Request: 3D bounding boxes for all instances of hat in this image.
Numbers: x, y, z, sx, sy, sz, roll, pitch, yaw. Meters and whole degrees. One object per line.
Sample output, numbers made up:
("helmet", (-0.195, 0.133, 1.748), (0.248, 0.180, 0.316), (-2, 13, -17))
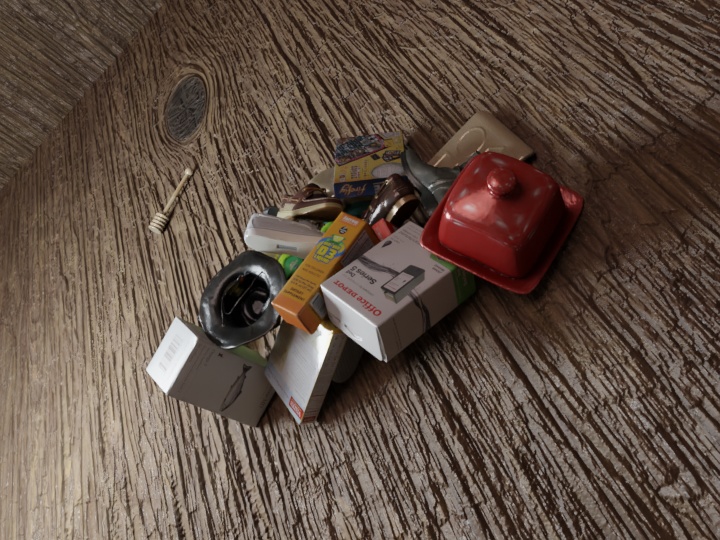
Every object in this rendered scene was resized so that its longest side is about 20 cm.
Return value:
("hat", (-0.190, 0.065, 1.470), (0.200, 0.081, 0.201), (-18, 53, 25))

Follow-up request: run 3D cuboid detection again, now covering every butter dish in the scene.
("butter dish", (0.209, -0.099, 1.232), (0.200, 0.148, 0.200), (27, 72, 20))

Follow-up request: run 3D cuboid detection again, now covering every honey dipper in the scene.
("honey dipper", (-0.497, -0.189, 2.208), (0.038, 0.038, 0.200), (4, 61, 48))

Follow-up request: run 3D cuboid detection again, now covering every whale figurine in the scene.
("whale figurine", (-0.007, -0.136, 1.604), (0.199, 0.104, 0.159), (6, 33, 26))

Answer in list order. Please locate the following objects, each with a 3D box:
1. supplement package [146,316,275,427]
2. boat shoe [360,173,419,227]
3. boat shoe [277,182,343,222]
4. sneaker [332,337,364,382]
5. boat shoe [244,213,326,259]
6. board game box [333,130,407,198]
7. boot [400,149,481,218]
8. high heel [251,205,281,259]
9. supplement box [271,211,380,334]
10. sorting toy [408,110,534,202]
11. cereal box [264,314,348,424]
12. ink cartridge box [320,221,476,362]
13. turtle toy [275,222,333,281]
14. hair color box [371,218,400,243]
("supplement package", (-0.265, 0.187, 1.521), (0.117, 0.200, 0.117), (27, 88, 53))
("boat shoe", (0.034, -0.087, 1.486), (0.070, 0.070, 0.200), (55, 130, 23))
("boat shoe", (-0.094, -0.126, 1.525), (0.200, 0.072, 0.072), (-5, 79, 61))
("sneaker", (-0.024, 0.086, 1.458), (0.201, 0.073, 0.114), (-56, 34, -3))
("boat shoe", (-0.105, -0.061, 1.488), (0.199, 0.072, 0.069), (7, 60, 1))
("board game box", (0.019, -0.202, 1.570), (0.135, 0.035, 0.200), (-6, 32, 5))
("boot", (0.155, -0.163, 1.423), (0.130, 0.068, 0.200), (-33, 46, 9))
("high heel", (-0.201, -0.040, 1.778), (0.143, 0.071, 0.201), (-157, 80, -83))
("supplement box", (-0.055, 0.002, 1.360), (0.066, 0.069, 0.200), (22, 66, 37))
("sorting toy", (0.191, -0.177, 1.467), (0.200, 0.036, 0.185), (-42, 39, 8))
("cereal box", (-0.096, 0.142, 1.426), (0.144, 0.039, 0.200), (48, 128, 41))
("ink cartridge box", (0.060, 0.029, 1.316), (0.200, 0.084, 0.145), (-36, 46, -22))
("turtle toy", (-0.091, -0.011, 1.564), (0.101, 0.146, 0.200), (27, 83, 31))
("hair color box", (0.000, 0.000, 1.465), (0.200, 0.101, 0.061), (-37, 60, 20))
